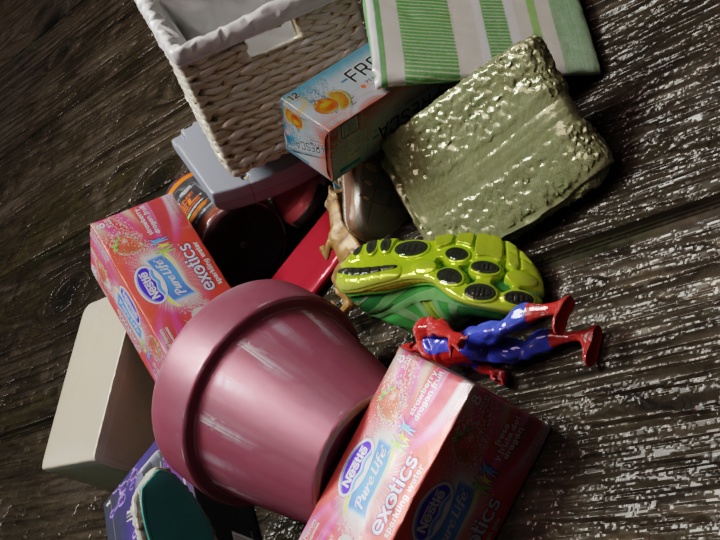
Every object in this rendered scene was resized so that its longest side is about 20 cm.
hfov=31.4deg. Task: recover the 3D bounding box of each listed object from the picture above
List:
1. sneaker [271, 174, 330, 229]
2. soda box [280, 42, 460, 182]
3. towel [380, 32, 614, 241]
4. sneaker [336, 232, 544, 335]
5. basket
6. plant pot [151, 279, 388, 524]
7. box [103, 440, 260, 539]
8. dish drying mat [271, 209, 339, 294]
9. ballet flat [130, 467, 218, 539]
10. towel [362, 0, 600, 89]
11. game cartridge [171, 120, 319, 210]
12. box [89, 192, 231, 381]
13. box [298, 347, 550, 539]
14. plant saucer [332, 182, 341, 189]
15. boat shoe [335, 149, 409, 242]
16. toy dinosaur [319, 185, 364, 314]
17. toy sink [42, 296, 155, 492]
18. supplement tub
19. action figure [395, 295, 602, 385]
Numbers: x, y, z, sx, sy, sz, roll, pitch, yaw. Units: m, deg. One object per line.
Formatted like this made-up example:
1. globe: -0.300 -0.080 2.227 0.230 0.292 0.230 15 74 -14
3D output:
1. sneaker: -0.098 -0.116 1.447 0.074 0.087 0.200 -51 32 16
2. soda box: 0.022 -0.166 1.174 0.200 0.064 0.068 -36 56 -27
3. towel: 0.112 -0.095 1.103 0.200 0.036 0.149 -37 77 36
4. sneaker: 0.075 0.016 1.099 0.199 0.084 0.074 5 53 38
5. basket: -0.103 -0.233 1.326 0.198 0.161 0.200 -25 37 -7
6. plant pot: -0.047 0.127 1.083 0.179 0.200 0.201 25 86 44
7. box: -0.176 0.262 1.255 0.141 0.079 0.200 -52 31 18
8. dish drying mat: -0.027 -0.033 1.339 0.200 0.018 0.077 -50 35 15
9. ballet flat: -0.148 0.269 1.114 0.072 0.201 0.072 -30 -1 0
10. towel: 0.105 -0.221 1.165 0.023 0.199 0.153 90 176 -48
11. game cartridge: -0.092 -0.145 1.398 0.199 0.041 0.133 -29 48 -12
12. box: -0.199 0.032 1.349 0.200 0.099 0.096 56 155 24
13. box: 0.042 0.175 0.979 0.103 0.095 0.201 25 86 54
14. plant saucer: 0.053 -0.138 1.281 0.200 0.027 0.201 -28 44 31
15. boat shoe: 0.010 -0.100 1.224 0.072 0.076 0.201 -30 34 35
16. toy dinosaur: 0.000 0.000 1.214 0.200 0.060 0.106 52 135 36
17. toy sink: -0.260 0.140 1.447 0.130 0.112 0.201 -18 55 49
18. supplement tub: -0.166 -0.055 1.477 0.107 0.107 0.200 -59 30 2
19. action figure: 0.098 0.060 1.029 0.200 0.065 0.052 -10 49 51
